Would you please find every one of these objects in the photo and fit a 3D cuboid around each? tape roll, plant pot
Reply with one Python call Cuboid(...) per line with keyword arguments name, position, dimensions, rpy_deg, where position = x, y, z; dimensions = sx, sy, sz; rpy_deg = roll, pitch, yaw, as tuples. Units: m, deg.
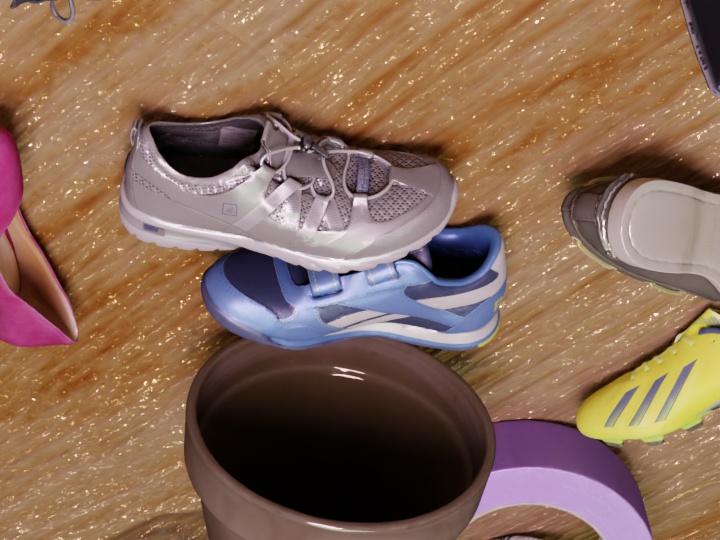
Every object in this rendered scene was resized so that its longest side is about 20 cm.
Cuboid(name="tape roll", position=(0.125, 0.217, 1.138), dimensions=(0.199, 0.066, 0.201), rpy_deg=(0, 117, 0))
Cuboid(name="plant pot", position=(-0.026, 0.163, 0.978), dimensions=(0.199, 0.200, 0.174), rpy_deg=(5, 124, -11))

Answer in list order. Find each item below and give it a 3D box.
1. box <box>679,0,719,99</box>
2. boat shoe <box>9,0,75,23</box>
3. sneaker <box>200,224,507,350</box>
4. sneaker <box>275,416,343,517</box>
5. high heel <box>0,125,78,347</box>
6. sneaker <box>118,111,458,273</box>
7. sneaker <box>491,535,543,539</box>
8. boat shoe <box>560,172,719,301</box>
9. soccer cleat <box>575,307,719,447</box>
Cuboid(name="box", position=(0.285, -0.145, 0.741), dimensions=(0.200, 0.105, 0.148), rpy_deg=(-34, 133, 31))
Cuboid(name="boat shoe", position=(-0.154, -0.159, 0.713), dimensions=(0.199, 0.062, 0.075), rpy_deg=(4, 138, -12))
Cuboid(name="sneaker", position=(0.000, 0.000, 0.917), dimensions=(0.199, 0.074, 0.082), rpy_deg=(-1, 139, -17))
Cuboid(name="sneaker", position=(-0.052, 0.161, 1.120), dimensions=(0.071, 0.113, 0.201), rpy_deg=(2, 110, -5))
Cuboid(name="high heel", position=(-0.198, -0.013, 0.872), dimensions=(0.096, 0.068, 0.200), rpy_deg=(18, 141, -11))
Cuboid(name="sneaker", position=(-0.041, -0.050, 0.844), dimensions=(0.199, 0.075, 0.082), rpy_deg=(-1, 142, -4))
Cuboid(name="sneaker", position=(0.113, 0.295, 1.286), dimensions=(0.199, 0.075, 0.115), rpy_deg=(-17, 141, 21))
Cuboid(name="boat shoe", position=(0.209, -0.018, 0.922), dimensions=(0.201, 0.072, 0.060), rpy_deg=(15, 179, -40))
Cuboid(name="soccer cleat", position=(0.241, 0.066, 1.043), dimensions=(0.199, 0.065, 0.084), rpy_deg=(-20, 109, 24))
